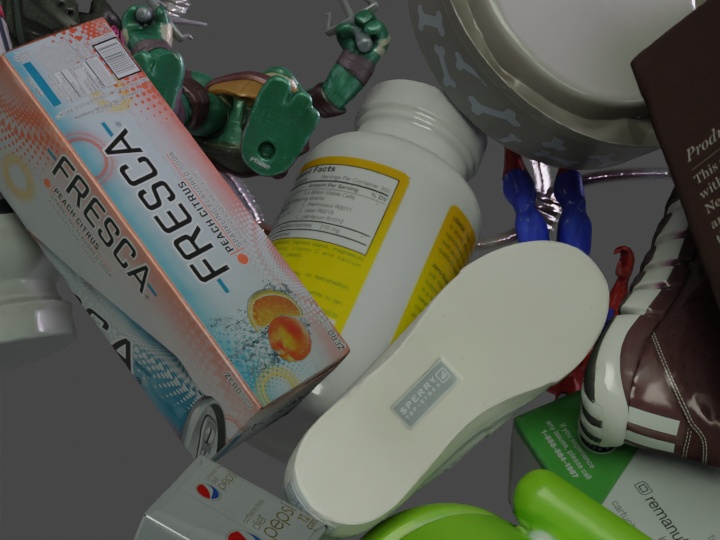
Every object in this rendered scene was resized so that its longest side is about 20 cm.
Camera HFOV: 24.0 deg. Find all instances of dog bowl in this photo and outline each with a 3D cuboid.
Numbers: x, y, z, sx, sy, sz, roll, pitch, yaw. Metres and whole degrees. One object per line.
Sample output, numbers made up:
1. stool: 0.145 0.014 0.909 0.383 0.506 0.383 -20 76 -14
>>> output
1. dog bowl: 0.114 -0.145 0.922 0.199 0.059 0.201 12 63 -24

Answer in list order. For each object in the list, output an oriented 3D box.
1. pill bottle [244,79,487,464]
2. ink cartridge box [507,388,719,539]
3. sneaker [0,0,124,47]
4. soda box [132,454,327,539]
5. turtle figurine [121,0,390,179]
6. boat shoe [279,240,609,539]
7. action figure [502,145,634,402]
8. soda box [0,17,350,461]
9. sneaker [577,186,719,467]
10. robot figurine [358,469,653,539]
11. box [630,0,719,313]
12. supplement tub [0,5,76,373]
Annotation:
1. pill bottle: 0.000 0.000 0.890 0.104 0.104 0.201 23 65 4
2. ink cartridge box: 0.195 0.110 0.852 0.199 0.083 0.147 -21 49 -16
3. sneaker: -0.157 -0.107 0.937 0.084 0.077 0.200 -35 75 -16
4. soda box: -0.088 0.186 0.748 0.068 0.201 0.064 28 24 8
5. turtle figurine: -0.057 -0.097 0.896 0.149 0.200 0.101 -4 104 9
6. boat shoe: 0.039 0.060 0.802 0.072 0.069 0.200 44 62 2
7. action figure: 0.110 -0.015 0.916 0.065 0.099 0.201 0 68 -6
8. soda box: -0.097 -0.014 0.774 0.063 0.068 0.200 -29 79 -41
9. sneaker: 0.194 0.022 0.837 0.115 0.076 0.200 20 58 20
10. robot figurine: 0.055 0.174 0.739 0.116 0.200 0.176 33 88 -30
11. box: 0.255 -0.042 0.761 0.164 0.166 0.201 20 45 -38
12. supplement tub: -0.228 -0.045 0.848 0.140 0.140 0.201 -15 83 -13
